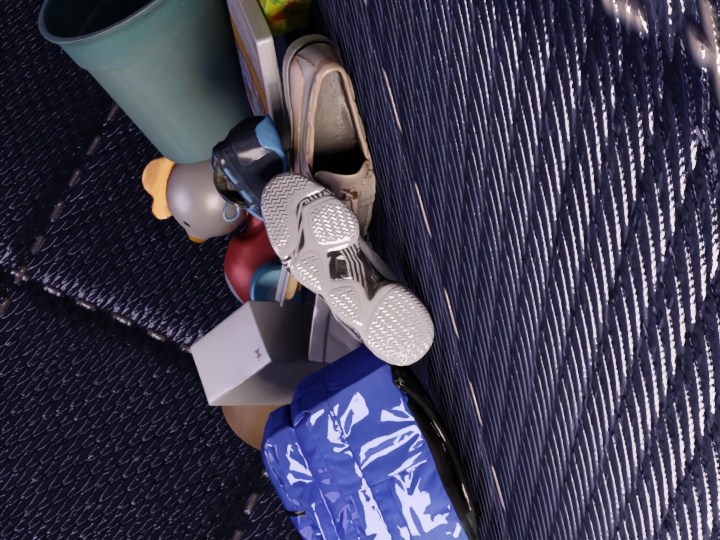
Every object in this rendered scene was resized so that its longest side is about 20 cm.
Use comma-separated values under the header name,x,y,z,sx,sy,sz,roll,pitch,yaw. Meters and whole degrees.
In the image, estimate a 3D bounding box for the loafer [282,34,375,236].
name,x,y,z,sx,sy,sz,roll,pitch,yaw
loafer,-0.025,-0.105,1.529,0.063,0.071,0.201,-131,25,-55

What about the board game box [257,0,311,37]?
name,x,y,z,sx,sy,sz,roll,pitch,yaw
board game box,-0.080,-0.280,1.561,0.200,0.047,0.102,137,114,-83

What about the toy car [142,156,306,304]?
name,x,y,z,sx,sy,sz,roll,pitch,yaw
toy car,-0.142,-0.058,1.874,0.184,0.199,0.178,-107,34,-77

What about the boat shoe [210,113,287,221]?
name,x,y,z,sx,sy,sz,roll,pitch,yaw
boat shoe,-0.106,-0.095,1.598,0.200,0.068,0.085,84,164,-70

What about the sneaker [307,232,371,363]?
name,x,y,z,sx,sy,sz,roll,pitch,yaw
sneaker,0.000,0.000,1.692,0.073,0.084,0.201,-79,-3,-60

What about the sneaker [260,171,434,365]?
name,x,y,z,sx,sy,sz,roll,pitch,yaw
sneaker,-0.018,-0.001,1.541,0.200,0.075,0.115,49,176,-5

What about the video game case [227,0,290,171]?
name,x,y,z,sx,sy,sz,roll,pitch,yaw
video game case,-0.096,-0.190,1.640,0.201,0.017,0.144,82,168,-51

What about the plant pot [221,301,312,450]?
name,x,y,z,sx,sy,sz,roll,pitch,yaw
plant pot,-0.096,0.134,2.461,0.200,0.185,0.187,109,144,-58

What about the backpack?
name,x,y,z,sx,sy,sz,roll,pitch,yaw
backpack,0.012,0.187,1.599,0.201,0.167,0.163,60,-172,-9

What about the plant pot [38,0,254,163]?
name,x,y,z,sx,sy,sz,roll,pitch,yaw
plant pot,-0.191,-0.229,1.786,0.196,0.200,0.201,55,-176,-35

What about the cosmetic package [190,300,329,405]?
name,x,y,z,sx,sy,sz,roll,pitch,yaw
cosmetic package,-0.066,0.087,1.806,0.199,0.101,0.072,4,-123,-50

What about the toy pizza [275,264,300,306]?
name,x,y,z,sx,sy,sz,roll,pitch,yaw
toy pizza,-0.046,-0.061,1.681,0.200,0.031,0.202,-166,90,-88
